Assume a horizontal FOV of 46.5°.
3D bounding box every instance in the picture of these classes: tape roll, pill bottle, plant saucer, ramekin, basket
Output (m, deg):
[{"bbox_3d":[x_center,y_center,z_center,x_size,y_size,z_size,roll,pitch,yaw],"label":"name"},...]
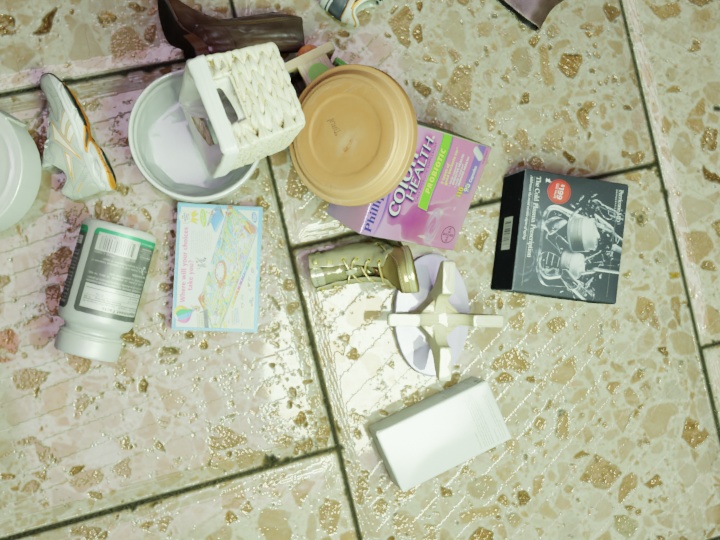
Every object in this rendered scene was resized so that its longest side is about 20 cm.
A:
[{"bbox_3d":[-0.582,-0.151,1.238,0.202,0.071,0.203,0,89,2],"label":"tape roll"},{"bbox_3d":[-0.387,0.029,1.262,0.113,0.113,0.200,16,86,-9],"label":"pill bottle"},{"bbox_3d":[-0.017,-0.191,1.189,0.200,0.032,0.201,2,94,26],"label":"plant saucer"},{"bbox_3d":[-0.251,-0.200,1.294,0.200,0.105,0.200,0,89,-9],"label":"ramekin"},{"bbox_3d":[-0.166,-0.220,1.160,0.123,0.200,0.136,-22,93,-16],"label":"basket"}]

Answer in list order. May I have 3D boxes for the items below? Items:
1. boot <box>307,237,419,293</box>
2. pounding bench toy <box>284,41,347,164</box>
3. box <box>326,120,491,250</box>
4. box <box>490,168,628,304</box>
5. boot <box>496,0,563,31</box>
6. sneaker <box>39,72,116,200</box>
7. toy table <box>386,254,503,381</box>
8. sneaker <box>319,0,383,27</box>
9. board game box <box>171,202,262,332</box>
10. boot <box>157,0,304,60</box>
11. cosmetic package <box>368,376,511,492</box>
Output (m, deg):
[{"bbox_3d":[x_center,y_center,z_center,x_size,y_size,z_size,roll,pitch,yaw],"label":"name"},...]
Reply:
[{"bbox_3d":[0.000,0.000,1.287,0.155,0.200,0.073,-12,111,-8],"label":"boot"},{"bbox_3d":[-0.046,-0.280,1.319,0.200,0.124,0.156,-28,93,-9],"label":"pounding bench toy"},{"bbox_3d":[0.075,-0.139,1.286,0.200,0.097,0.176,9,107,-39],"label":"box"},{"bbox_3d":[0.328,-0.053,1.387,0.182,0.104,0.200,7,88,-10],"label":"box"},{"bbox_3d":[0.276,-0.524,1.404,0.200,0.072,0.166,40,81,-10],"label":"boot"},{"bbox_3d":[-0.455,-0.201,1.278,0.092,0.076,0.200,-25,92,-5],"label":"sneaker"},{"bbox_3d":[0.123,0.074,1.345,0.184,0.117,0.200,-10,91,-9],"label":"toy table"},{"bbox_3d":[0.026,-0.484,1.361,0.079,0.078,0.200,39,94,-2],"label":"sneaker"},{"bbox_3d":[-0.226,-0.004,1.329,0.134,0.034,0.200,3,88,-9],"label":"board game box"},{"bbox_3d":[-0.202,-0.392,1.326,0.200,0.064,0.186,-20,59,-26],"label":"boot"},{"bbox_3d":[0.127,0.261,1.356,0.200,0.085,0.108,-22,92,-9],"label":"cosmetic package"}]
